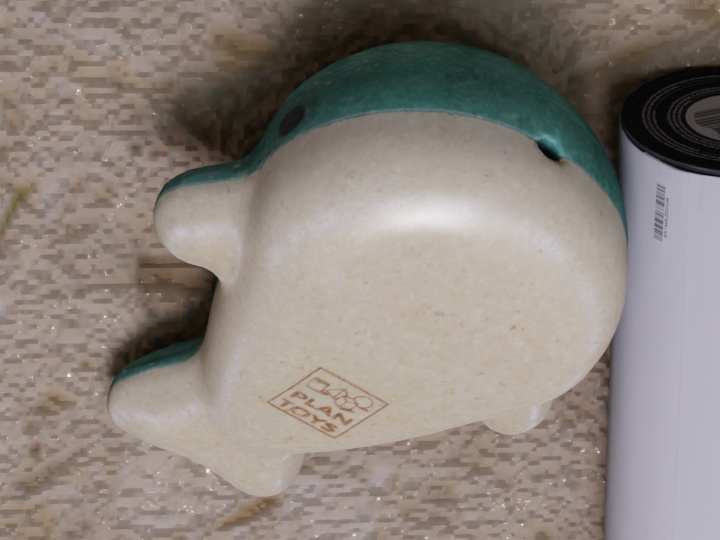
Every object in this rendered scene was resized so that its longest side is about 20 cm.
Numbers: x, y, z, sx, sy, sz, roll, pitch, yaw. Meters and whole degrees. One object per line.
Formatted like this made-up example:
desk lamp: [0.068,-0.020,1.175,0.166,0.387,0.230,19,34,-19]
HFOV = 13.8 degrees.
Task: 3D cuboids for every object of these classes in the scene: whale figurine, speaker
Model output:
whale figurine: [0.000,0.000,0.983,0.159,0.104,0.200,28,136,-24]
speaker: [0.125,0.036,1.021,0.081,0.081,0.200,-5,121,-7]
